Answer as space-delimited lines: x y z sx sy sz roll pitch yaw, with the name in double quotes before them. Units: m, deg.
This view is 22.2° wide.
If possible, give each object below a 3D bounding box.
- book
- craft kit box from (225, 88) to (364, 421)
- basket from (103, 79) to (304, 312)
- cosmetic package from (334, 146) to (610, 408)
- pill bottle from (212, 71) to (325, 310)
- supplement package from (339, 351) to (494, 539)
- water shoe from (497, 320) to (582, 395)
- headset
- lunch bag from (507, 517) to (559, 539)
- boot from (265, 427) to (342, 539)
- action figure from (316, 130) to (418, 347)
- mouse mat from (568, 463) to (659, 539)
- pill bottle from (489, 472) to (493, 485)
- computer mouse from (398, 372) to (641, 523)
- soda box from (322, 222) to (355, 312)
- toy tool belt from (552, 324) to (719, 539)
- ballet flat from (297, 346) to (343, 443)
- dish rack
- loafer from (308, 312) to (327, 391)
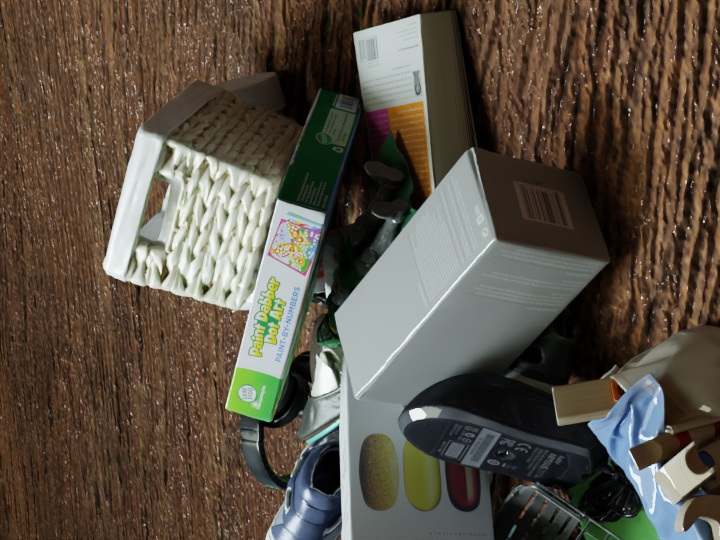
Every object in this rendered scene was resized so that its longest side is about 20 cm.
"book" 0.043 -0.095 1.442 0.133 0.048 0.202 -178 79 -66
"craft kit box" -0.051 -0.015 1.473 0.200 0.048 0.199 -74 -3 -60
"basket" -0.122 -0.065 1.555 0.200 0.122 0.137 -64 -9 -70
"cosmetic package" 0.076 0.013 1.320 0.200 0.106 0.091 -47 45 41
"pill bottle" -0.096 -0.075 1.707 0.114 0.113 0.202 10 117 63
"supplement package" 0.041 0.171 1.429 0.110 0.112 0.201 93 175 -48
"water shoe" 0.112 0.034 1.426 0.200 0.071 0.080 43 115 53
"headset" -0.058 0.116 1.797 0.093 0.123 0.202 3 95 39
"lunch bag" 0.119 0.320 1.486 0.122 0.169 0.202 -19 91 59
"boot" -0.021 0.178 1.617 0.072 0.200 0.091 27 121 0
"action figure" 0.000 0.000 1.461 0.201 0.054 0.119 111 158 -48
"mouse mat" 0.204 0.167 1.382 0.200 0.007 0.162 -14 96 68
"pill bottle" 0.055 0.208 1.609 0.111 0.110 0.201 52 151 35
"computer mouse" 0.125 0.119 1.335 0.139 0.198 0.053 123 163 -61
"soda box" 0.014 0.055 1.630 0.063 0.068 0.202 40 142 48
"toy tool belt" 0.216 0.140 1.188 0.201 0.122 0.125 59 155 23
"ballet flat" 0.008 0.082 1.555 0.199 0.068 0.069 -30 94 37
"dish rack" 0.177 0.245 1.364 0.199 0.055 0.154 35 148 10
"loafer" -0.011 0.126 1.755 0.071 0.072 0.202 -136 39 -59
